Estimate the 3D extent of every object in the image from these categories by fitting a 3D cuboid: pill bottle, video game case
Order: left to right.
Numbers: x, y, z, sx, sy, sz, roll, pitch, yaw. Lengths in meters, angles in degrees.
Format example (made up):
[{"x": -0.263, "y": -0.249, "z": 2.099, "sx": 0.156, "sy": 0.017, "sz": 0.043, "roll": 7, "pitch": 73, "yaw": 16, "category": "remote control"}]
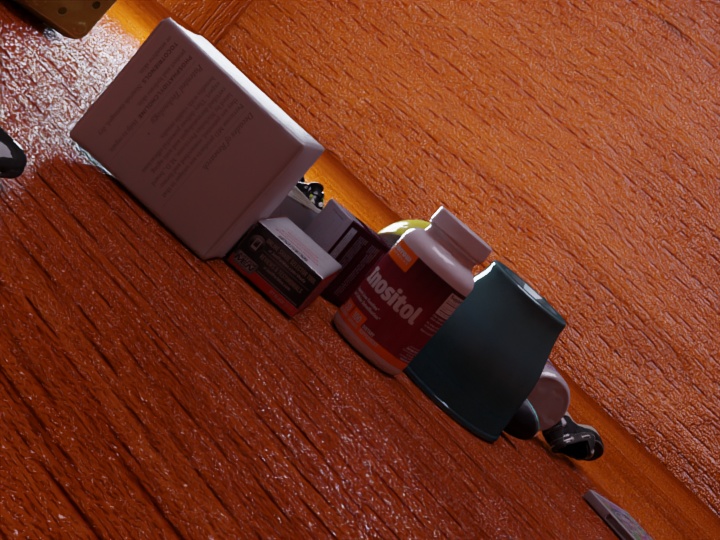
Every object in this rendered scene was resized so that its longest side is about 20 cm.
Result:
[{"x": 0.068, "y": 0.022, "z": 1.435, "sx": 0.113, "sy": 0.200, "sz": 0.113, "roll": 40, "pitch": 7, "yaw": -6, "category": "pill bottle"}, {"x": 0.268, "y": 0.176, "z": 1.930, "sx": 0.112, "sy": 0.112, "sz": 0.200, "roll": 38, "pitch": 11, "yaw": -24, "category": "pill bottle"}, {"x": 0.433, "y": 0.421, "z": 1.735, "sx": 0.143, "sy": 0.018, "sz": 0.200, "roll": 36, "pitch": 9, "yaw": -45, "category": "video game case"}]

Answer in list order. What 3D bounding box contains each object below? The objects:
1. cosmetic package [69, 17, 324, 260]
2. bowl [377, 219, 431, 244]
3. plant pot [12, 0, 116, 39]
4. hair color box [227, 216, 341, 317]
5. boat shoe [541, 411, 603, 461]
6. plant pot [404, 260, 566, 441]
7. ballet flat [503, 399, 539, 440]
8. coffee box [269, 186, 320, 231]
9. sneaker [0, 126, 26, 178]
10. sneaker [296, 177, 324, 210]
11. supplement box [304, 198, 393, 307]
[{"x": -0.173, "y": -0.140, "z": 1.264, "sx": 0.200, "sy": 0.167, "sz": 0.167, "roll": 42, "pitch": 7, "yaw": 1, "category": "cosmetic package"}, {"x": 0.122, "y": -0.018, "z": 1.994, "sx": 0.199, "sy": 0.108, "sz": 0.201, "roll": 32, "pitch": -32, "yaw": 22, "category": "bowl"}, {"x": -0.443, "y": -0.454, "z": 1.680, "sx": 0.195, "sy": 0.194, "sz": 0.200, "roll": 32, "pitch": 18, "yaw": -53, "category": "plant pot"}, {"x": -0.086, "y": -0.008, "z": 1.363, "sx": 0.101, "sy": 0.061, "sz": 0.200, "roll": 42, "pitch": 6, "yaw": 2, "category": "hair color box"}, {"x": 0.367, "y": 0.300, "z": 1.965, "sx": 0.200, "sy": 0.072, "sz": 0.068, "roll": 34, "pitch": 26, "yaw": -51, "category": "boat shoe"}, {"x": 0.175, "y": 0.098, "z": 1.581, "sx": 0.200, "sy": 0.188, "sz": 0.200, "roll": 40, "pitch": 10, "yaw": -8, "category": "plant pot"}, {"x": 0.188, "y": 0.179, "z": 1.721, "sx": 0.073, "sy": 0.073, "sz": 0.200, "roll": 33, "pitch": 16, "yaw": -49, "category": "ballet flat"}, {"x": -0.155, "y": -0.119, "z": 1.583, "sx": 0.200, "sy": 0.080, "sz": 0.114, "roll": 46, "pitch": 9, "yaw": 32, "category": "coffee box"}, {"x": -0.321, "y": -0.152, "z": 0.860, "sx": 0.200, "sy": 0.089, "sz": 0.074, "roll": 41, "pitch": 5, "yaw": -19, "category": "sneaker"}, {"x": -0.090, "y": -0.106, "z": 1.855, "sx": 0.072, "sy": 0.083, "sz": 0.200, "roll": 34, "pitch": 10, "yaw": -44, "category": "sneaker"}, {"x": 0.000, "y": 0.000, "z": 1.586, "sx": 0.200, "sy": 0.109, "sz": 0.061, "roll": 37, "pitch": 7, "yaw": -40, "category": "supplement box"}]
